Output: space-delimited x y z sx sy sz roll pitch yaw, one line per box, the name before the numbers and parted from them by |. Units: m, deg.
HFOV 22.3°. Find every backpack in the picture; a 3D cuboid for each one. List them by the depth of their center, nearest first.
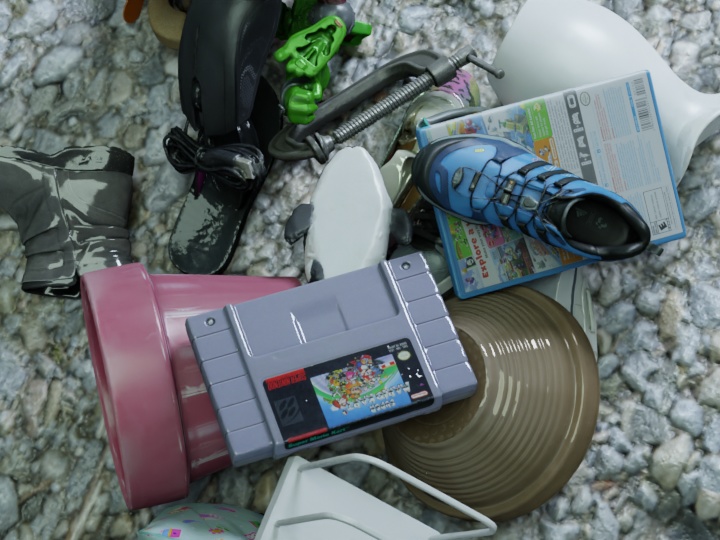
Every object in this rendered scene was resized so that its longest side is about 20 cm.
backpack | -0.117 0.252 1.444 0.167 0.200 0.127 0 93 11

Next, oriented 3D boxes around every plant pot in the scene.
plant pot | 0.086 0.100 1.482 0.201 0.093 0.201 -12 69 33
plant pot | -0.127 0.084 1.518 0.179 0.200 0.200 -11 72 -11

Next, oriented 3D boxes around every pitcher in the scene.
pitcher | 0.202 -0.132 1.558 0.200 0.121 0.172 30 72 5

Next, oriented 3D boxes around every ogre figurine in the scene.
ogre figurine | -0.039 -0.221 1.612 0.098 0.120 0.200 -10 83 -3

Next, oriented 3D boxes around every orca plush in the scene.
orca plush | 0.000 0.000 1.512 0.105 0.071 0.200 -17 65 0

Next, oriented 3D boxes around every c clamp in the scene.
c clamp | 0.011 -0.146 1.578 0.200 0.171 0.027 -31 113 -2

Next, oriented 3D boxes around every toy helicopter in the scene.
toy helicopter | -0.148 -0.291 1.690 0.132 0.079 0.200 3 64 18

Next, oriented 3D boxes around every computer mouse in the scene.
computer mouse | -0.122 -0.175 1.562 0.138 0.053 0.200 20 99 47

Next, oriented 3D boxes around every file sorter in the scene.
file sorter | -0.008 0.250 1.319 0.139 0.124 0.200 30 68 -19

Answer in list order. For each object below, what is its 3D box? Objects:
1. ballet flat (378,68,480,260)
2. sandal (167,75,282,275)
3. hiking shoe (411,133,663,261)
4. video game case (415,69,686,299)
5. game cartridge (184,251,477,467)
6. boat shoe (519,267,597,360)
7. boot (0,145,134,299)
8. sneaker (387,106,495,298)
ballet flat | 0.048 -0.098 1.595 0.069 0.071 0.200 24 78 20
sandal | -0.120 -0.091 1.629 0.075 0.048 0.201 11 76 11
hiking shoe | 0.139 -0.060 1.437 0.200 0.087 0.075 16 92 -10
video game case | 0.157 -0.071 1.493 0.200 0.018 0.143 -15 98 -8
game cartridge | -0.022 0.068 1.412 0.200 0.038 0.130 -16 60 -13
boat shoe | 0.168 0.036 1.542 0.072 0.066 0.200 -21 65 35
boot | -0.298 -0.042 1.634 0.200 0.070 0.132 -1 79 12
sneaker | 0.072 -0.066 1.530 0.084 0.121 0.200 20 57 37
